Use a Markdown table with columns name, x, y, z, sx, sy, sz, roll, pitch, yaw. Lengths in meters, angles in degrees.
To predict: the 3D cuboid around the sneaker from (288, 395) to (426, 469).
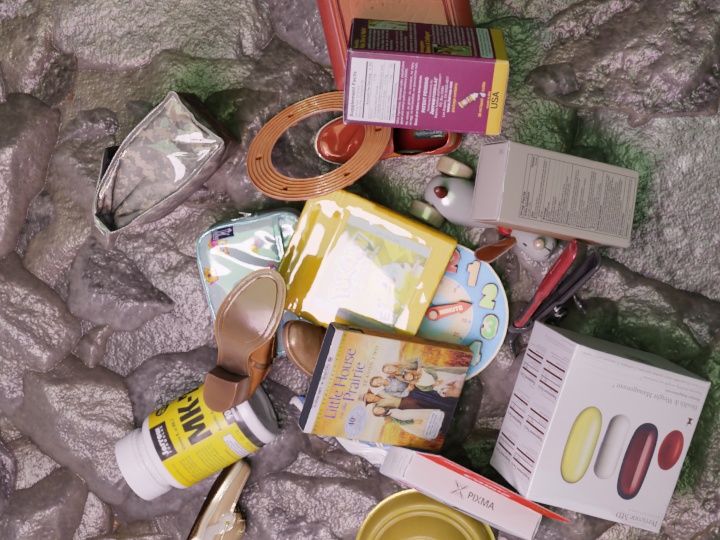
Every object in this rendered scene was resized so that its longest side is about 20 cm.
| name | x | y | z | sx | sy | sz | roll | pitch | yaw |
| --- | --- | --- | --- | --- | --- | --- | --- | --- | --- |
| sneaker | -0.001 | 0.210 | 1.677 | 0.200 | 0.076 | 0.077 | 25 | 90 | -4 |

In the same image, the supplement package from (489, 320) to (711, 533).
| name | x | y | z | sx | sy | sz | roll | pitch | yaw |
| --- | --- | --- | --- | --- | --- | --- | --- | --- | --- |
| supplement package | 0.297 | 0.194 | 1.568 | 0.191 | 0.147 | 0.200 | 16 | 96 | -14 |

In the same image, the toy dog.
| name | x | y | z | sx | sy | sz | roll | pitch | yaw |
| --- | --- | --- | --- | --- | --- | --- | --- | --- | --- |
| toy dog | 0.160 | -0.078 | 1.620 | 0.200 | 0.096 | 0.132 | 7 | 95 | 7 |

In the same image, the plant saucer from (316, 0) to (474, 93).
| name | x | y | z | sx | sy | sz | roll | pitch | yaw |
| --- | --- | --- | --- | --- | --- | --- | --- | --- | --- |
| plant saucer | 0.041 | -0.355 | 1.650 | 0.199 | 0.037 | 0.200 | -12 | 91 | 8 |

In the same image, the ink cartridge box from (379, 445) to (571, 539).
| name | x | y | z | sx | sy | sz | roll | pitch | yaw |
| --- | --- | --- | --- | --- | --- | --- | --- | --- | --- |
| ink cartridge box | 0.142 | 0.286 | 1.580 | 0.200 | 0.174 | 0.044 | 28 | 80 | -14 |

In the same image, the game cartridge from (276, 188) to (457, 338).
| name | x | y | z | sx | sy | sz | roll | pitch | yaw |
| --- | --- | --- | --- | --- | --- | --- | --- | --- | --- |
| game cartridge | 0.000 | 0.000 | 1.607 | 0.200 | 0.032 | 0.176 | 23 | 98 | -1 |

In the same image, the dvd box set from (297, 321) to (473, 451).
| name | x | y | z | sx | sy | sz | roll | pitch | yaw |
| --- | --- | --- | --- | --- | --- | --- | --- | --- | --- |
| dvd box set | 0.033 | 0.150 | 1.593 | 0.200 | 0.029 | 0.147 | 12 | 105 | -24 |

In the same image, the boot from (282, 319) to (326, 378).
| name | x | y | z | sx | sy | sz | roll | pitch | yaw |
| --- | --- | --- | --- | --- | --- | --- | --- | --- | --- |
| boot | -0.022 | 0.109 | 1.611 | 0.075 | 0.200 | 0.074 | -15 | 58 | 34 |

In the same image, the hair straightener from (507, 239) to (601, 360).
| name | x | y | z | sx | sy | sz | roll | pitch | yaw |
| --- | --- | --- | --- | --- | --- | --- | --- | --- | --- |
| hair straightener | 0.256 | 0.050 | 1.609 | 0.077 | 0.041 | 0.200 | 23 | 124 | -12 |

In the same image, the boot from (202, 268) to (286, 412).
| name | x | y | z | sx | sy | sz | roll | pitch | yaw |
| --- | --- | --- | --- | --- | --- | --- | --- | --- | --- |
| boot | -0.131 | 0.073 | 1.561 | 0.074 | 0.155 | 0.200 | 29 | 107 | 8 |

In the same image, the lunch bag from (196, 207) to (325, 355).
| name | x | y | z | sx | sy | sz | roll | pitch | yaw |
| --- | --- | --- | --- | --- | --- | --- | --- | --- | --- |
| lunch bag | -0.126 | 0.015 | 1.671 | 0.160 | 0.077 | 0.200 | -12 | 97 | 9 |

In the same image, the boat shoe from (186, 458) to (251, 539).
| name | x | y | z | sx | sy | sz | roll | pitch | yaw |
| --- | --- | --- | --- | --- | --- | --- | --- | --- | --- |
| boat shoe | -0.192 | 0.351 | 1.712 | 0.066 | 0.074 | 0.200 | 26 | 98 | -7 |

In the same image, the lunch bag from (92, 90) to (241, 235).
| name | x | y | z | sx | sy | sz | roll | pitch | yaw |
| --- | --- | --- | --- | --- | --- | --- | --- | --- | --- |
| lunch bag | -0.268 | -0.134 | 1.640 | 0.118 | 0.164 | 0.200 | 44 | 97 | -3 |

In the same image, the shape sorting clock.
| name | x | y | z | sx | sy | sz | roll | pitch | yaw |
| --- | --- | --- | --- | --- | --- | --- | --- | --- | --- |
| shape sorting clock | 0.098 | 0.058 | 1.666 | 0.200 | 0.039 | 0.200 | 0 | 93 | 8 |

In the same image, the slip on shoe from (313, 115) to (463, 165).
| name | x | y | z | sx | sy | sz | roll | pitch | yaw |
| --- | --- | --- | --- | --- | --- | --- | --- | --- | --- |
| slip on shoe | 0.035 | -0.177 | 1.649 | 0.200 | 0.061 | 0.074 | -2 | 95 | 10 |

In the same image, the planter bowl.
| name | x | y | z | sx | sy | sz | roll | pitch | yaw |
| --- | --- | --- | --- | --- | --- | --- | --- | --- | --- |
| planter bowl | 0.084 | 0.399 | 1.667 | 0.200 | 0.083 | 0.201 | 1 | 94 | 8 |

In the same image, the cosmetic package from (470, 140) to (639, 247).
| name | x | y | z | sx | sy | sz | roll | pitch | yaw |
| --- | --- | --- | --- | --- | --- | --- | --- | --- | --- |
| cosmetic package | 0.245 | -0.094 | 1.570 | 0.200 | 0.071 | 0.105 | 12 | 87 | -24 |

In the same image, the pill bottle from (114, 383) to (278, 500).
| name | x | y | z | sx | sy | sz | roll | pitch | yaw |
| --- | --- | --- | --- | --- | --- | --- | --- | --- | --- |
| pill bottle | -0.221 | 0.223 | 1.681 | 0.200 | 0.114 | 0.114 | -30 | 89 | 8 |

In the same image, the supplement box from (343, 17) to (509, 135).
| name | x | y | z | sx | sy | sz | roll | pitch | yaw |
| --- | --- | --- | --- | --- | --- | --- | --- | --- | --- |
| supplement box | 0.081 | -0.246 | 1.578 | 0.200 | 0.131 | 0.103 | 5 | 120 | 0 |

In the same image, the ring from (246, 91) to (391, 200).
| name | x | y | z | sx | sy | sz | roll | pitch | yaw |
| --- | --- | --- | --- | --- | --- | --- | --- | --- | --- |
| ring | -0.053 | -0.160 | 1.620 | 0.200 | 0.201 | 0.019 | -17 | 135 | 8 |
